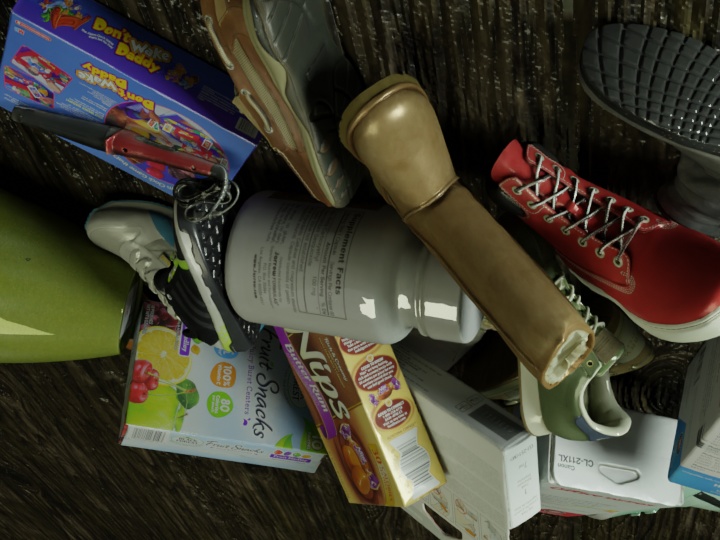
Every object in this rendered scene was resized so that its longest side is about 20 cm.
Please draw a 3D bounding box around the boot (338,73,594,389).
[{"bbox_3d":[0.079,-0.025,0.753,0.200,0.066,0.175,52,-178,22],"label":"boot"}]

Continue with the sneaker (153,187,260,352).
[{"bbox_3d":[-0.144,0.008,0.946,0.082,0.072,0.200,4,140,13],"label":"sneaker"}]

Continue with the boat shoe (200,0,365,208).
[{"bbox_3d":[-0.051,-0.130,0.776,0.074,0.076,0.200,10,142,29],"label":"boat shoe"}]

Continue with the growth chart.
[{"bbox_3d":[0.049,0.045,1.047,0.144,0.018,0.200,31,150,-7],"label":"growth chart"}]

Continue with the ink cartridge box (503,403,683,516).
[{"bbox_3d":[0.196,0.184,1.075,0.145,0.083,0.200,14,161,-19],"label":"ink cartridge box"}]

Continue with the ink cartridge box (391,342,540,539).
[{"bbox_3d":[0.087,0.182,1.041,0.200,0.043,0.174,30,138,47],"label":"ink cartridge box"}]

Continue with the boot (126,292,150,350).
[{"bbox_3d":[-0.230,0.086,1.252,0.199,0.077,0.156,3,144,5],"label":"boot"}]

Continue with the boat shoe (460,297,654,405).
[{"bbox_3d":[0.168,0.084,0.990,0.063,0.073,0.200,38,140,-20],"label":"boat shoe"}]

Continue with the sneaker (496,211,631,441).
[{"bbox_3d":[0.166,0.048,0.869,0.090,0.067,0.201,7,120,40],"label":"sneaker"}]

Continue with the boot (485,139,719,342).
[{"bbox_3d":[0.160,-0.029,0.740,0.144,0.073,0.200,38,177,-24],"label":"boot"}]

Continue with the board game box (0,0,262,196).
[{"bbox_3d":[-0.182,-0.133,0.874,0.199,0.045,0.134,28,150,-13],"label":"board game box"}]

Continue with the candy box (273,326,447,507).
[{"bbox_3d":[-0.004,0.118,1.041,0.117,0.056,0.201,-16,98,61],"label":"candy box"}]

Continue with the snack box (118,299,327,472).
[{"bbox_3d":[-0.132,0.116,1.114,0.199,0.143,0.053,12,145,-14],"label":"snack box"}]

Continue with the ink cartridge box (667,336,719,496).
[{"bbox_3d":[0.306,0.089,0.859,0.066,0.116,0.200,17,152,7],"label":"ink cartridge box"}]

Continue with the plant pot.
[{"bbox_3d":[-0.324,0.015,1.101,0.199,0.188,0.187,12,151,-2],"label":"plant pot"}]

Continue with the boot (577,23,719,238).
[{"bbox_3d":[0.213,-0.071,0.706,0.199,0.070,0.132,26,158,1],"label":"boot"}]

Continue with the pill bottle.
[{"bbox_3d":[0.000,0.000,0.910,0.199,0.115,0.115,8,149,22],"label":"pill bottle"}]

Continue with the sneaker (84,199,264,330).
[{"bbox_3d":[-0.173,-0.003,1.054,0.199,0.081,0.077,23,153,0],"label":"sneaker"}]

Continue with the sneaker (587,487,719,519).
[{"bbox_3d":[0.314,0.230,1.139,0.118,0.074,0.200,22,153,-9],"label":"sneaker"}]

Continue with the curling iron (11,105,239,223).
[{"bbox_3d":[-0.187,-0.089,0.860,0.199,0.050,0.026,24,-176,10],"label":"curling iron"}]
